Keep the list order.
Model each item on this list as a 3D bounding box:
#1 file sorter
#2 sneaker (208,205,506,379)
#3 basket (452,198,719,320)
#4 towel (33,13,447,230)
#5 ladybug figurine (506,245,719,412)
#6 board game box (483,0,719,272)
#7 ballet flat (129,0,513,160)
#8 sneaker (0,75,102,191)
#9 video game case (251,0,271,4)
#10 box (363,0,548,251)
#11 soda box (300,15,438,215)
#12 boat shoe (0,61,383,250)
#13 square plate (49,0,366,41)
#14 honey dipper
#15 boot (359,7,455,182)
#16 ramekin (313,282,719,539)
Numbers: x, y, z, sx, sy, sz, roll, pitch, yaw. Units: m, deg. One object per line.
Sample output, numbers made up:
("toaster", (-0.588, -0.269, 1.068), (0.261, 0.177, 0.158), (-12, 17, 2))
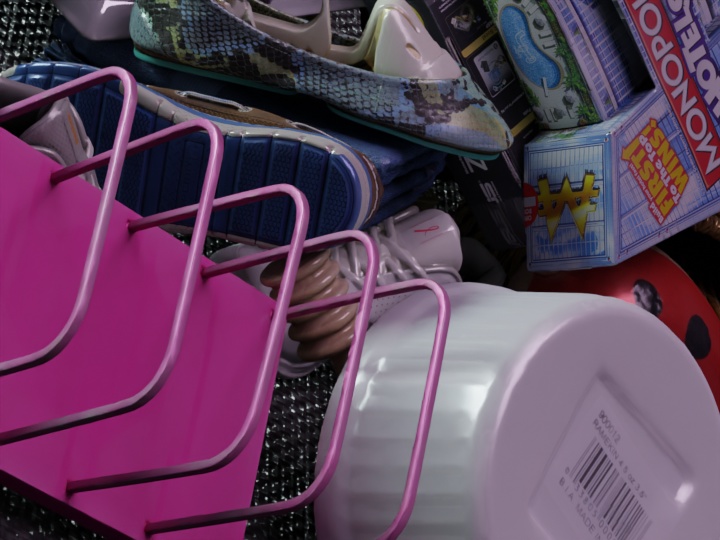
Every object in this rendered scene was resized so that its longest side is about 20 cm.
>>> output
("file sorter", (-0.075, 0.026, 1.002), (0.200, 0.125, 0.140), (34, 56, -37))
("sneaker", (0.000, 0.000, 1.241), (0.200, 0.099, 0.078), (2, 51, -54))
("basket", (0.160, 0.025, 1.394), (0.200, 0.143, 0.149), (25, 34, -36))
("towel", (-0.058, -0.082, 1.247), (0.199, 0.049, 0.112), (25, 23, 19))
("ladybug figurine", (0.146, 0.062, 1.314), (0.072, 0.136, 0.200), (29, -19, 54))
("board game box", (0.142, -0.096, 1.264), (0.200, 0.062, 0.201), (-43, 115, -39))
("ballet flat", (-0.013, -0.110, 1.191), (0.199, 0.074, 0.074), (15, 35, -8))
("sneaker", (-0.139, -0.027, 1.083), (0.200, 0.092, 0.076), (40, 29, -15))
("video game case", (-0.146, -0.216, 1.257), (0.199, 0.036, 0.182), (8, 37, -18))
("box", (0.106, -0.131, 1.308), (0.200, 0.049, 0.162), (-43, 111, -38))
("soda box", (-0.043, -0.098, 1.346), (0.068, 0.064, 0.200), (-1, 53, -54))
("boat shoe", (-0.084, -0.050, 1.158), (0.199, 0.073, 0.072), (18, 11, 16))
("square plate", (-0.113, -0.198, 1.308), (0.199, 0.029, 0.198), (-12, 47, -39))
("honey dipper", (0.011, 0.080, 1.164), (0.201, 0.038, 0.038), (64, 23, -18))
("boot", (0.109, -0.120, 1.405), (0.158, 0.210, 0.080), (78, 5, -58))
("ramekin", (0.083, 0.103, 1.127), (0.200, 0.097, 0.202), (4, 84, -42))
